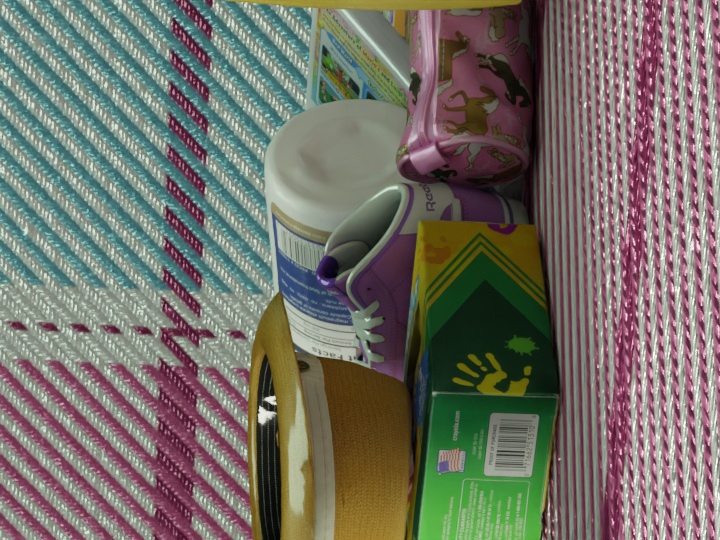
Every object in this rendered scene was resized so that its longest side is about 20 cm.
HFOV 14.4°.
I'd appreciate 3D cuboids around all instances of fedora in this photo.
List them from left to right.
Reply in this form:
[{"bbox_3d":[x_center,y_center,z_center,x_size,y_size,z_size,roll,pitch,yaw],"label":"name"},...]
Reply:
[{"bbox_3d":[-0.014,0.106,1.567,0.201,0.082,0.201,180,90,-81],"label":"fedora"}]

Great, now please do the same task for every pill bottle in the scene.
[{"bbox_3d":[0.000,0.000,1.789,0.111,0.111,0.200,-90,-2,-45],"label":"pill bottle"}]

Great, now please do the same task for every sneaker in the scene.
[{"bbox_3d":[0.009,0.033,1.697,0.073,0.114,0.201,49,123,51],"label":"sneaker"}]

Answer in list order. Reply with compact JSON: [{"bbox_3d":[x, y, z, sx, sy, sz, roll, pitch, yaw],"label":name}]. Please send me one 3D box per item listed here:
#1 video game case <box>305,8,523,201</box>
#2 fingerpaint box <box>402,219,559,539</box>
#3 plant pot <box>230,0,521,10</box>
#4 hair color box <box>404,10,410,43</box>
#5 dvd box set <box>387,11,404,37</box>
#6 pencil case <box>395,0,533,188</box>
[{"bbox_3d":[0.030,-0.069,1.825,0.200,0.024,0.182,50,155,27],"label":"video game case"},{"bbox_3d":[0.060,0.099,1.605,0.167,0.073,0.200,-92,6,-55],"label":"fingerpaint box"},{"bbox_3d":[0.016,-0.238,1.563,0.200,0.176,0.201,-98,21,-78],"label":"plant pot"},{"bbox_3d":[0.062,-0.141,1.915,0.102,0.061,0.200,96,176,-53],"label":"hair color box"},{"bbox_3d":[0.043,-0.298,2.746,0.146,0.029,0.201,154,117,-87],"label":"dvd box set"},{"bbox_3d":[0.061,-0.147,1.690,0.083,0.086,0.201,126,145,-70],"label":"pencil case"}]
